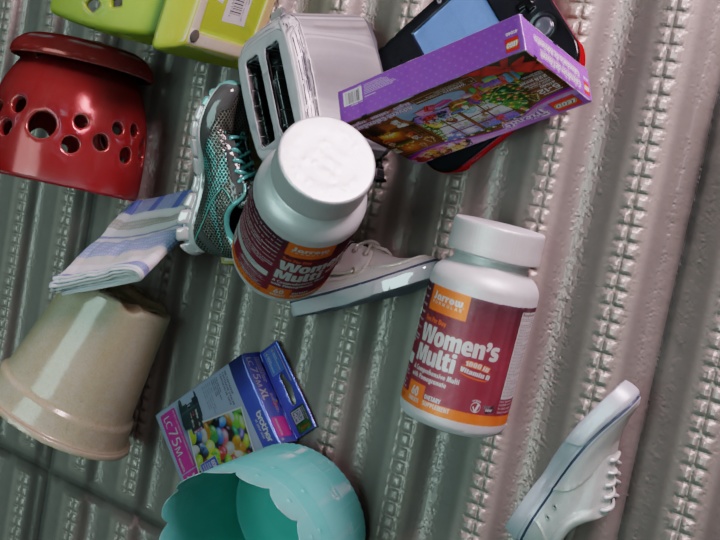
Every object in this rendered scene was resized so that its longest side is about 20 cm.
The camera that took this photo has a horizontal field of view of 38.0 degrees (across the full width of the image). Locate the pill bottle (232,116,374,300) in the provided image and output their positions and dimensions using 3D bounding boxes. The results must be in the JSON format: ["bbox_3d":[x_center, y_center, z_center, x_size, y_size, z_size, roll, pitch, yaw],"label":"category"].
[{"bbox_3d":[-0.057,-0.057,1.021,0.110,0.109,0.200,65,155,17],"label":"pill bottle"}]

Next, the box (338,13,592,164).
[{"bbox_3d":[0.098,-0.164,0.986,0.199,0.137,0.039,-17,69,34],"label":"box"}]

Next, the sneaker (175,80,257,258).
[{"bbox_3d":[-0.138,-0.105,1.143,0.091,0.077,0.201,20,109,30],"label":"sneaker"}]

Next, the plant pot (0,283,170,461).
[{"bbox_3d":[-0.336,0.104,1.296,0.200,0.200,0.184,31,95,30],"label":"plant pot"}]

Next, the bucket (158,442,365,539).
[{"bbox_3d":[-0.102,0.292,1.130,0.206,0.135,0.208,6,102,28],"label":"bucket"}]

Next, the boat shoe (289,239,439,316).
[{"bbox_3d":[0.000,0.000,1.130,0.199,0.071,0.070,-15,83,40],"label":"boat shoe"}]

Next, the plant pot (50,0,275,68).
[{"bbox_3d":[-0.203,-0.344,1.203,0.181,0.199,0.201,27,103,25],"label":"plant pot"}]

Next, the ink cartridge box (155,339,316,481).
[{"bbox_3d":[-0.152,0.180,1.246,0.200,0.042,0.120,-34,71,27],"label":"ink cartridge box"}]

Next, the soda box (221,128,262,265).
[{"bbox_3d":[-0.115,-0.104,1.207,0.064,0.068,0.201,2,90,34],"label":"soda box"}]

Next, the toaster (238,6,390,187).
[{"bbox_3d":[-0.048,-0.182,1.118,0.113,0.129,0.201,-20,78,46],"label":"toaster"}]

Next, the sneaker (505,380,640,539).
[{"bbox_3d":[0.216,0.193,0.984,0.071,0.073,0.201,38,118,19],"label":"sneaker"}]

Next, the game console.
[{"bbox_3d":[0.119,-0.216,1.074,0.200,0.031,0.177,-37,70,27],"label":"game console"}]

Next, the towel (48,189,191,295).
[{"bbox_3d":[-0.265,-0.040,1.244,0.146,0.200,0.024,-8,120,31],"label":"towel"}]

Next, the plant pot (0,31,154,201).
[{"bbox_3d":[-0.362,-0.192,1.300,0.200,0.200,0.183,13,94,34],"label":"plant pot"}]

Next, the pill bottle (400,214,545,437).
[{"bbox_3d":[0.112,0.052,1.025,0.109,0.109,0.201,18,100,33],"label":"pill bottle"}]
